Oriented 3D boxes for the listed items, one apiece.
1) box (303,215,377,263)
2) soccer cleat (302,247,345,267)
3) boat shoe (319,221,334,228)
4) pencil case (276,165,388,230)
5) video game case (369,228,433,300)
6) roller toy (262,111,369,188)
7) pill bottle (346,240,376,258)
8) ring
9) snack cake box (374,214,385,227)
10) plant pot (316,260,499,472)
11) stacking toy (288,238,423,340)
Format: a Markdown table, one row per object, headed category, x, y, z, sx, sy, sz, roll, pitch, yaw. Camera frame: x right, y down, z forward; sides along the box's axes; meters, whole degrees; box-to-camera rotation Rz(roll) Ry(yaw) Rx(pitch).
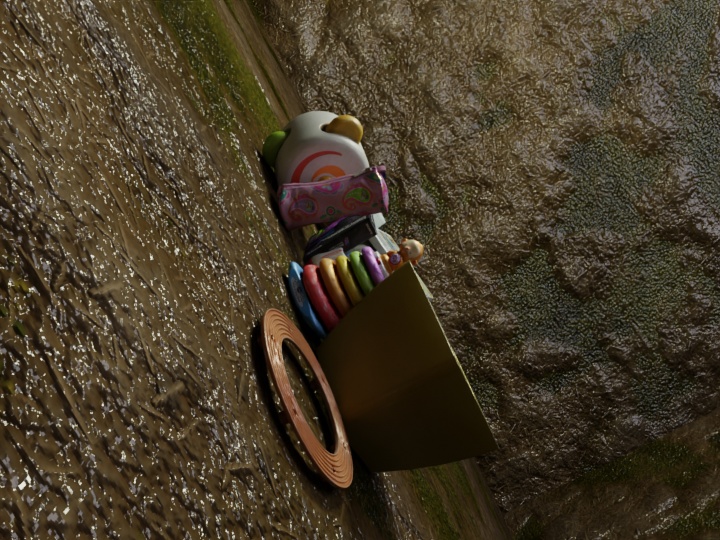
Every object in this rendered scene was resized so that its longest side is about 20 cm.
| category | x | y | z | sx | sy | sz | roll | pitch | yaw |
| --- | --- | --- | --- | --- | --- | --- | --- | --- | --- |
| box | -0.038 | -0.067 | 1.185 | 0.037 | 0.141 | 0.200 | 59 | 6 | -14 |
| soccer cleat | -0.033 | 0.025 | 1.101 | 0.070 | 0.084 | 0.201 | 66 | 5 | 33 |
| boat shoe | -0.104 | -0.177 | 1.484 | 0.202 | 0.075 | 0.072 | 56 | 7 | 14 |
| pencil case | -0.046 | -0.127 | 1.075 | 0.087 | 0.194 | 0.090 | -10 | 90 | -88 |
| video game case | 0.090 | -0.015 | 1.464 | 0.202 | 0.023 | 0.181 | 56 | 13 | 18 |
| roller toy | -0.074 | -0.197 | 1.189 | 0.141 | 0.196 | 0.185 | -110 | 177 | -50 |
| pill bottle | 0.000 | 0.000 | 1.409 | 0.116 | 0.112 | 0.201 | 61 | 5 | -21 |
| ring | -0.060 | 0.136 | 0.658 | 0.204 | 0.019 | 0.201 | 63 | 6 | -12 |
| snack cake box | -0.031 | -0.146 | 1.568 | 0.117 | 0.067 | 0.199 | 61 | -25 | -11 |
| plant pot | 0.051 | 0.152 | 0.834 | 0.202 | 0.173 | 0.202 | 59 | 6 | -39 |
| stacking toy | 0.003 | 0.011 | 0.890 | 0.118 | 0.196 | 0.110 | 66 | 6 | 28 |
